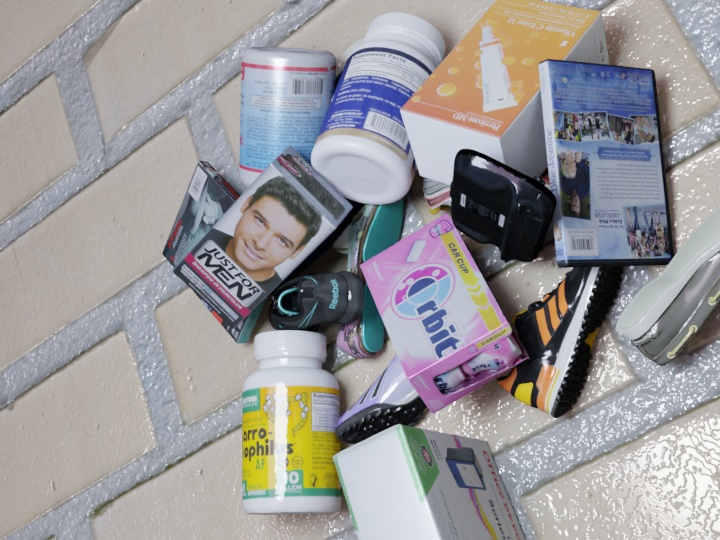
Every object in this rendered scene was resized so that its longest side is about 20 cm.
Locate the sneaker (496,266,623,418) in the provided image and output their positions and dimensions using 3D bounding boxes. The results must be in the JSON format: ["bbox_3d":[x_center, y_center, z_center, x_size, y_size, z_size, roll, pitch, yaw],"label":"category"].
[{"bbox_3d":[0.199,0.043,1.131,0.090,0.070,0.201,20,92,31],"label":"sneaker"}]

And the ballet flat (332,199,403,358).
[{"bbox_3d":[0.000,0.000,1.278,0.071,0.069,0.201,4,85,39],"label":"ballet flat"}]

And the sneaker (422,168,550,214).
[{"bbox_3d":[0.158,-0.082,1.197,0.199,0.078,0.083,14,111,32],"label":"sneaker"}]

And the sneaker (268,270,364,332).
[{"bbox_3d":[-0.071,0.034,1.269,0.200,0.079,0.076,-23,68,60],"label":"sneaker"}]

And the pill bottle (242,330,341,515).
[{"bbox_3d":[-0.079,0.174,1.258,0.112,0.113,0.201,-9,74,31],"label":"pill bottle"}]

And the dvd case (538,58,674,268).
[{"bbox_3d":[0.242,-0.104,1.085,0.018,0.142,0.201,-14,78,59],"label":"dvd case"}]

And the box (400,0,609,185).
[{"bbox_3d":[0.154,-0.181,1.144,0.124,0.098,0.200,21,60,34],"label":"box"}]

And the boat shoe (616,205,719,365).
[{"bbox_3d":[0.334,0.003,1.060,0.060,0.072,0.202,43,92,-9],"label":"boat shoe"}]

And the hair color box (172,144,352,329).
[{"bbox_3d":[-0.112,-0.035,1.239,0.099,0.061,0.200,44,122,-5],"label":"hair color box"}]

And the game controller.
[{"bbox_3d":[0.135,-0.061,1.085,0.104,0.200,0.042,37,79,12],"label":"game controller"}]

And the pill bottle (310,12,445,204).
[{"bbox_3d":[0.026,-0.185,1.244,0.115,0.116,0.201,0,58,33],"label":"pill bottle"}]

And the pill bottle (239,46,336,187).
[{"bbox_3d":[-0.086,-0.154,1.279,0.108,0.109,0.201,13,106,34],"label":"pill bottle"}]

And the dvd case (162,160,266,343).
[{"bbox_3d":[-0.174,-0.025,1.392,0.200,0.022,0.147,43,119,36],"label":"dvd case"}]

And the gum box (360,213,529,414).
[{"bbox_3d":[0.085,0.044,1.151,0.113,0.066,0.200,-30,40,7],"label":"gum box"}]

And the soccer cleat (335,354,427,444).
[{"bbox_3d":[0.051,0.121,1.220,0.200,0.068,0.073,-37,49,19],"label":"soccer cleat"}]

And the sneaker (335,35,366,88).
[{"bbox_3d":[-0.060,-0.227,1.363,0.200,0.070,0.094,-48,64,18],"label":"sneaker"}]

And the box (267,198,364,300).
[{"bbox_3d":[-0.073,-0.072,1.361,0.200,0.032,0.121,-39,61,19],"label":"box"}]

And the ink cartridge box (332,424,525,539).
[{"bbox_3d":[0.076,0.240,1.090,0.087,0.200,0.146,-29,64,21],"label":"ink cartridge box"}]
